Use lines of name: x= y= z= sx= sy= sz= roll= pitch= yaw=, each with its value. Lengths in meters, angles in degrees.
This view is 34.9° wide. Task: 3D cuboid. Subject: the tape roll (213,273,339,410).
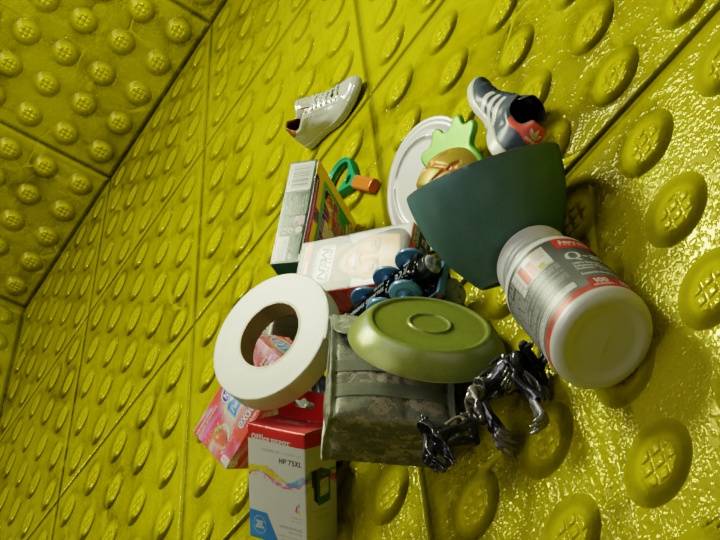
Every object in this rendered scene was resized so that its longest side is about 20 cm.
tape roll: x=-0.119 y=0.099 z=1.620 sx=0.200 sy=0.037 sz=0.205 roll=-20 pitch=49 yaw=24

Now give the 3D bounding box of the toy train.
toy train: x=0.061 y=0.050 z=1.558 sx=0.200 sy=0.113 sz=0.088 roll=-40 pitch=26 yaw=41

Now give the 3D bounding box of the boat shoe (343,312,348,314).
boat shoe: x=-0.003 y=0.057 z=1.732 sx=0.072 sy=0.067 sz=0.202 roll=-46 pitch=30 yaw=33

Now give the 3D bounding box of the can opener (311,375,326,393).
can opener: x=-0.026 y=0.145 z=1.706 sx=0.064 sy=0.078 sz=0.201 roll=-53 pitch=16 yaw=24

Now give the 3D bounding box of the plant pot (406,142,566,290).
plant pot: x=0.169 y=-0.055 z=1.395 sx=0.199 sy=0.198 sz=0.137 roll=-26 pitch=80 yaw=53

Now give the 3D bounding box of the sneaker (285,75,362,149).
sneaker: x=-0.077 y=-0.316 z=2.221 sx=0.200 sy=0.084 sz=0.074 roll=-42 pitch=31 yaw=37

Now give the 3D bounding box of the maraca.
maraca: x=0.128 y=-0.117 z=1.577 sx=0.136 sy=0.106 sz=0.203 roll=-27 pitch=56 yaw=42

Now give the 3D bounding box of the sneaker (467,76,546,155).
sneaker: x=0.209 y=-0.222 z=1.587 sx=0.084 sy=0.074 sz=0.202 roll=-44 pitch=36 yaw=23

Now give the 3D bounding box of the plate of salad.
plate of salad: x=0.110 y=-0.127 z=1.700 sx=0.199 sy=0.047 sz=0.204 roll=-11 pitch=76 yaw=51

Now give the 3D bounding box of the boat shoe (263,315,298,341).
boat shoe: x=-0.137 y=0.119 z=1.938 sx=0.064 sy=0.074 sz=0.205 roll=14 pitch=85 yaw=60

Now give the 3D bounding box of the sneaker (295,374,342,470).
sneaker: x=-0.061 y=0.235 z=1.666 sx=0.129 sy=0.079 sz=0.202 roll=-19 pitch=49 yaw=54

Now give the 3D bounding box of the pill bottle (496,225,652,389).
pill bottle: x=0.225 y=0.032 z=1.247 sx=0.117 sy=0.115 sz=0.200 roll=-57 pitch=26 yaw=14

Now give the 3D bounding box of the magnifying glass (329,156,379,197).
magnifying glass: x=-0.014 y=-0.158 z=2.024 sx=0.081 sy=0.022 sz=0.200 roll=-65 pitch=23 yaw=-2

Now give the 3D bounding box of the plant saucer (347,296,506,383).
plant saucer: x=0.083 y=0.076 z=1.395 sx=0.200 sy=0.196 sz=0.032 roll=-122 pitch=36 yaw=-62

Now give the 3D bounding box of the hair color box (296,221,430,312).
hair color box: x=0.000 y=0.000 z=1.674 sx=0.197 sy=0.061 sz=0.103 roll=-10 pitch=53 yaw=30

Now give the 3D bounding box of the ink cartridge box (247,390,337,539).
ink cartridge box: x=-0.094 y=0.270 z=1.575 sx=0.115 sy=0.067 sz=0.204 roll=3 pitch=97 yaw=41

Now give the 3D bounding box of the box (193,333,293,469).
box: x=-0.164 y=0.210 z=1.833 sx=0.094 sy=0.102 sz=0.202 roll=39 pitch=104 yaw=32

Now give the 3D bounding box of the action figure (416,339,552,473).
action figure: x=0.157 y=0.156 z=1.284 sx=0.198 sy=0.102 sz=0.119 roll=-32 pitch=-19 yaw=-23

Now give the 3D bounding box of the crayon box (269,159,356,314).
crayon box: x=-0.072 y=-0.045 z=1.847 sx=0.057 sy=0.173 sz=0.203 roll=-5 pitch=53 yaw=21

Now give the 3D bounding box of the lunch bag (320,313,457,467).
lunch bag: x=0.036 y=0.135 z=1.444 sx=0.119 sy=0.161 sz=0.202 roll=100 pitch=173 yaw=-47
